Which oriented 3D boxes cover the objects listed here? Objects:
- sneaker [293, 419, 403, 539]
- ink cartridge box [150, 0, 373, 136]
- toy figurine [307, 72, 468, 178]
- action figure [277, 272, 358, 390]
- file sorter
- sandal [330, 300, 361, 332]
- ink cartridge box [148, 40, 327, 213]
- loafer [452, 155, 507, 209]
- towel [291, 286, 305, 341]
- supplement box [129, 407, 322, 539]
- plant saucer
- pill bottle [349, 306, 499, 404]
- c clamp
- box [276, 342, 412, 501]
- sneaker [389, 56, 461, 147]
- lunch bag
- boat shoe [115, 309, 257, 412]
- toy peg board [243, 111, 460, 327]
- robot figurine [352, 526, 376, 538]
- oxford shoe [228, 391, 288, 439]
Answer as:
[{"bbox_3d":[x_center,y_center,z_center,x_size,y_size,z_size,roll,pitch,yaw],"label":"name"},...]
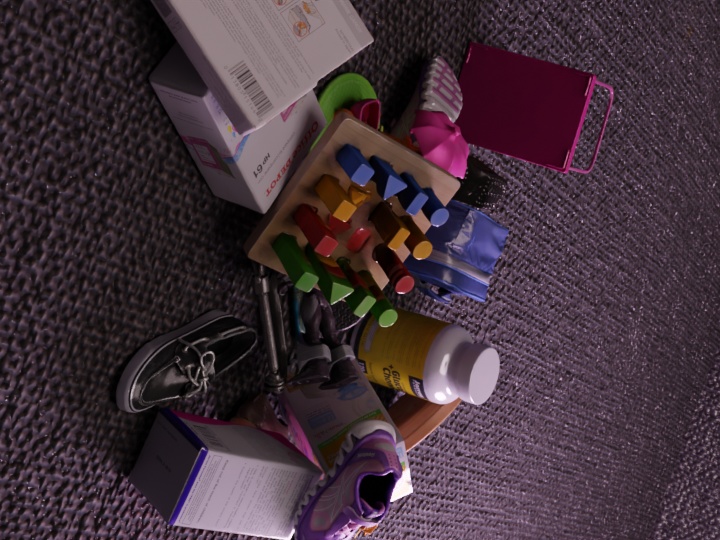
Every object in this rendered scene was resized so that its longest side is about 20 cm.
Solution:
[{"bbox_3d":[-0.010,0.279,1.625,0.080,0.089,0.202,16,113,-35],"label":"sneaker"},{"bbox_3d":[-0.107,-0.269,1.396,0.176,0.045,0.201,-39,102,-26],"label":"ink cartridge box"},{"bbox_3d":[0.049,-0.134,1.702,0.149,0.182,0.203,-27,123,-47],"label":"toy figurine"},{"bbox_3d":[-0.056,0.042,1.689,0.130,0.069,0.203,24,55,-55],"label":"action figure"},{"bbox_3d":[0.248,-0.230,1.979,0.125,0.198,0.141,4,104,-61],"label":"file sorter"},{"bbox_3d":[0.000,0.000,1.796,0.201,0.075,0.045,-57,178,-14],"label":"sandal"},{"bbox_3d":[-0.129,-0.184,1.503,0.145,0.084,0.201,-56,148,-22],"label":"ink cartridge box"},{"bbox_3d":[0.128,-0.143,1.970,0.199,0.071,0.073,24,107,-46],"label":"loafer"},{"bbox_3d":[-0.044,-0.018,1.800,0.146,0.021,0.202,-37,136,-44],"label":"towel"},{"bbox_3d":[-0.158,0.244,1.628,0.199,0.101,0.104,18,101,-44],"label":"supplement box"},{"bbox_3d":[0.076,0.212,2.003,0.032,0.200,0.200,49,54,-6],"label":"plant saucer"},{"bbox_3d":[0.090,0.122,1.916,0.112,0.198,0.114,-26,123,-48],"label":"pill bottle"},{"bbox_3d":[-0.112,0.065,1.653,0.171,0.027,0.203,-90,173,-66],"label":"c clamp"},{"bbox_3d":[-0.024,0.208,1.761,0.111,0.201,0.102,-21,133,-11],"label":"box"},{"bbox_3d":[0.079,-0.197,1.835,0.080,0.088,0.203,38,52,-40],"label":"sneaker"},{"bbox_3d":[0.116,-0.027,1.942,0.199,0.135,0.134,24,88,-61],"label":"lunch bag"},{"bbox_3d":[-0.196,0.111,1.580,0.199,0.067,0.075,-28,130,-49],"label":"boat shoe"},{"bbox_3d":[0.007,-0.042,1.569,0.199,0.098,0.200,25,110,-40],"label":"toy peg board"},{"bbox_3d":[-0.032,0.366,2.003,0.199,0.058,0.147,-25,128,-50],"label":"robot figurine"},{"bbox_3d":[-0.111,0.239,1.793,0.073,0.071,0.201,-57,147,-29],"label":"oxford shoe"}]
